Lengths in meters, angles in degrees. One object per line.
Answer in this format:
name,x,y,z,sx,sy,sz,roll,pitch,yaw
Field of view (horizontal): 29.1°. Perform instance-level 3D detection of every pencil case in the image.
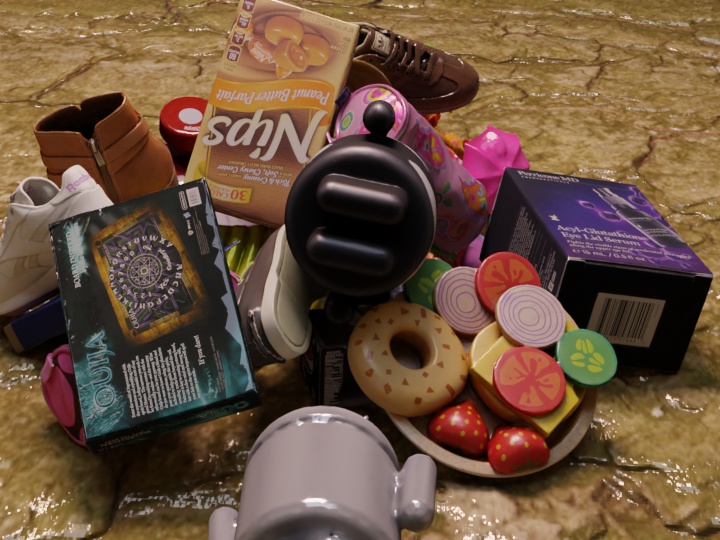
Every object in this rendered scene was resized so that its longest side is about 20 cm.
pencil case,0.048,-0.095,1.314,0.087,0.088,0.200,29,-7,40
pencil case,-0.176,0.066,1.164,0.094,0.091,0.200,47,41,12

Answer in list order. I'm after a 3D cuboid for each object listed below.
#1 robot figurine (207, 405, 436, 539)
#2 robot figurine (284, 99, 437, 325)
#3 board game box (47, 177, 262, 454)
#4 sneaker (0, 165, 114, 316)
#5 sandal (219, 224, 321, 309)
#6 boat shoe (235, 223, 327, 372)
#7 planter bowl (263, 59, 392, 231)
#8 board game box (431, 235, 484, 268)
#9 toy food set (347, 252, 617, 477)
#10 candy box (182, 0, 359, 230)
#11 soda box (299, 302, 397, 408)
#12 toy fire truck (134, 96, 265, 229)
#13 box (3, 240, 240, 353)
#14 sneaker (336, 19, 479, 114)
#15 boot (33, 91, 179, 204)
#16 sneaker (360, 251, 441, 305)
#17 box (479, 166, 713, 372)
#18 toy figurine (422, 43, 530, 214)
robot figurine,-0.028,0.170,0.950,0.168,0.114,0.200,-13,27,9
robot figurine,0.000,-0.048,1.142,0.150,0.125,0.200,-39,6,10
board game box,-0.163,0.031,1.078,0.134,0.028,0.201,-16,60,-1
sneaker,-0.282,-0.026,1.224,0.199,0.100,0.075,-28,7,34
sandal,-0.129,-0.003,1.312,0.199,0.087,0.080,25,64,5
boat shoe,-0.073,0.018,1.163,0.060,0.072,0.202,-26,19,18
planter bowl,-0.057,-0.130,1.423,0.199,0.202,0.083,-20,36,-37
board game box,0.074,-0.029,1.418,0.157,0.039,0.200,-16,33,-32
toy food set,0.102,0.073,1.134,0.200,0.049,0.198,39,58,14
candy box,-0.083,-0.145,1.292,0.115,0.202,0.055,17,-6,1
soda box,0.050,0.068,1.208,0.198,0.064,0.071,-5,28,-16
toy fire truck,-0.206,-0.081,1.434,0.198,0.113,0.169,-9,48,-20
box,-0.206,0.012,1.207,0.199,0.033,0.121,-20,10,38
sneaker,0.026,-0.214,1.432,0.198,0.071,0.076,12,-14,4
boot,-0.270,-0.071,1.295,0.199,0.156,0.077,-23,49,0
sneaker,0.000,0.000,1.325,0.078,0.076,0.199,-36,41,-29
box,0.213,-0.004,1.297,0.147,0.105,0.200,6,27,-17
toy figurine,0.104,-0.124,1.531,0.184,0.200,0.150,40,80,22
